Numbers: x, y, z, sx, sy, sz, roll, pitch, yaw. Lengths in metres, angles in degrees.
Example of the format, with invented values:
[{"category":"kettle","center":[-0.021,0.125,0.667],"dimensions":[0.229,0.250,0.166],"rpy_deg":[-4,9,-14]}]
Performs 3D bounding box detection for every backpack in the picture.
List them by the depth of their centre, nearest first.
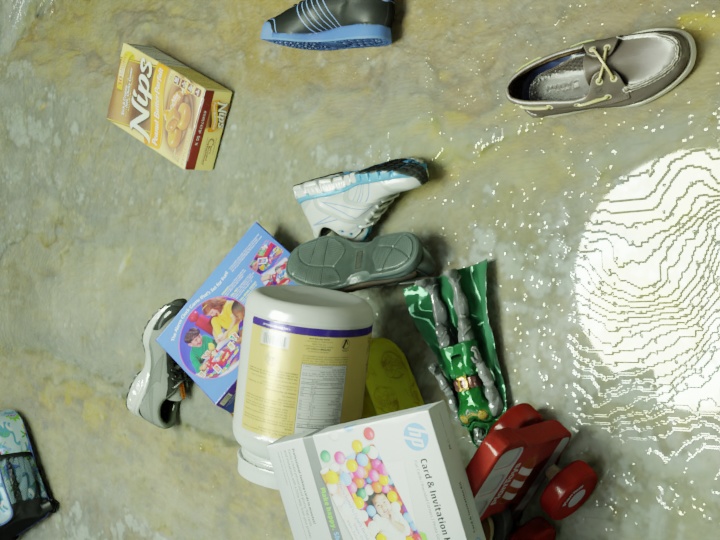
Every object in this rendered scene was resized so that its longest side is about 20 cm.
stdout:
[{"category":"backpack","center":[-0.612,0.333,1.932],"dimensions":[0.182,0.146,0.202],"rpy_deg":[-35,66,35]}]

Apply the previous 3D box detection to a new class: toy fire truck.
[{"category":"toy fire truck","center":[0.136,0.235,1.227],"dimensions":[0.112,0.167,0.201],"rpy_deg":[46,120,31]}]

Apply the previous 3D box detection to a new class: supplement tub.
[{"category":"supplement tub","center":[-0.065,0.127,1.307],"dimensions":[0.144,0.144,0.203],"rpy_deg":[14,101,41]}]

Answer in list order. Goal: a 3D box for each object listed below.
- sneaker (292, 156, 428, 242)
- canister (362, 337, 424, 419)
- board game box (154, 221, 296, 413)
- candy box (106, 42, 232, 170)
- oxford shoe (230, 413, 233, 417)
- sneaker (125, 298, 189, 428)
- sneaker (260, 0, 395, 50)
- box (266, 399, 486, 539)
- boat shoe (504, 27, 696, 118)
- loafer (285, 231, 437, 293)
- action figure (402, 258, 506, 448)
[{"category":"sneaker","center":[0.008,-0.080,1.412],"dimensions":[0.198,0.074,0.088],"rpy_deg":[-10,98,45]},{"category":"canister","center":[-0.020,0.191,1.425],"dimensions":[0.199,0.086,0.150],"rpy_deg":[-37,66,38]},{"category":"board game box","center":[-0.147,0.057,1.501],"dimensions":[0.134,0.045,0.200],"rpy_deg":[40,89,30]},{"category":"candy box","center":[-0.270,-0.230,1.661],"dimensions":[0.199,0.055,0.117],"rpy_deg":[32,112,37]},{"category":"oxford shoe","center":[-0.162,0.125,1.545],"dimensions":[0.201,0.070,0.075],"rpy_deg":[57,165,25]},{"category":"sneaker","center":[-0.266,0.130,1.666],"dimensions":[0.079,0.074,0.202],"rpy_deg":[31,118,27]},{"category":"sneaker","center":[-0.039,-0.312,1.443],"dimensions":[0.198,0.070,0.079],"rpy_deg":[6,91,36]},{"category":"box","center":[0.014,0.225,1.176],"dimensions":[0.198,0.041,0.158],"rpy_deg":[-16,92,30]},{"category":"boat shoe","center":[0.237,-0.198,1.194],"dimensions":[0.198,0.059,0.073],"rpy_deg":[-9,85,42]},{"category":"loafer","center":[0.000,0.000,1.404],"dimensions":[0.198,0.063,0.073],"rpy_deg":[-4,61,38]},{"category":"action figure","center":[0.115,0.101,1.323],"dimensions":[0.117,0.054,0.203],"rpy_deg":[-22,81,38]}]
